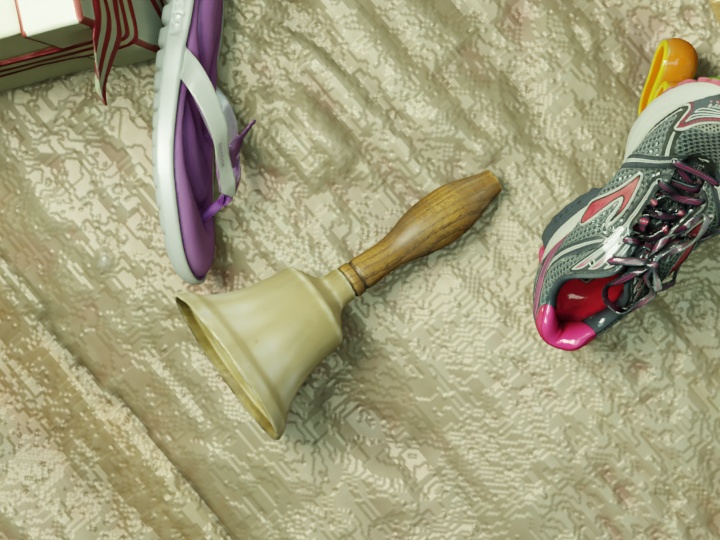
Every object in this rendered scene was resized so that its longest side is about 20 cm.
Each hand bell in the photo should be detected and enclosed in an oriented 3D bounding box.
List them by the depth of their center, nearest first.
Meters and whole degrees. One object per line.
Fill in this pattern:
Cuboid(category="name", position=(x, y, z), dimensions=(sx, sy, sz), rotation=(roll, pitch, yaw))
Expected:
Cuboid(category="hand bell", position=(0.000, 0.000, 1.029), dimensions=(0.200, 0.104, 0.104), rotation=(-36, 89, -11))

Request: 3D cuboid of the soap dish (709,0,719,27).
Cuboid(category="soap dish", position=(0.286, -0.157, 0.943), dimensions=(0.157, 0.200, 0.081), rotation=(-1, 111, 22))

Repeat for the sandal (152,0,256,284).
Cuboid(category="sandal", position=(-0.088, -0.093, 1.018), dimensions=(0.050, 0.082, 0.203), rotation=(0, 89, 14))

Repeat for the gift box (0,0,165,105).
Cuboid(category="gift box", position=(-0.205, -0.178, 0.980), dimensions=(0.186, 0.185, 0.200), rotation=(-14, 94, 10))

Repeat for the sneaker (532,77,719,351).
Cuboid(category="sneaker", position=(0.166, -0.026, 0.966), dimensions=(0.081, 0.075, 0.200), rotation=(28, 134, -8))

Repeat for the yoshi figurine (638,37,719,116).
Cuboid(category="yoshi figurine", position=(0.267, -0.082, 1.002), dimensions=(0.200, 0.112, 0.113), rotation=(18, 84, -2))
